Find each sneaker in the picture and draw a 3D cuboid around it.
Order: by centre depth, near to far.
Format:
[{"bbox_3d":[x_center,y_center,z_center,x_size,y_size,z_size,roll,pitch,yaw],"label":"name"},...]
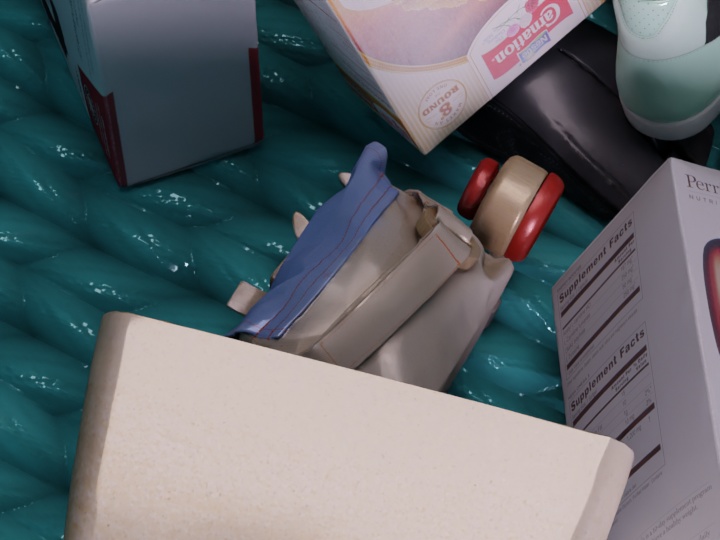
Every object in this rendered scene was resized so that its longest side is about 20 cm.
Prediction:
[{"bbox_3d":[0.183,-0.172,0.959,0.073,0.118,0.201,20,66,23],"label":"sneaker"}]

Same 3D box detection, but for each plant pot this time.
[{"bbox_3d":[-0.022,0.156,0.753,0.198,0.200,0.178,14,64,5],"label":"plant pot"}]

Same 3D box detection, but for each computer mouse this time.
[{"bbox_3d":[0.125,-0.085,1.010,0.199,0.053,0.139,29,59,15],"label":"computer mouse"}]

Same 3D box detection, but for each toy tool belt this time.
[{"bbox_3d":[0.000,0.000,0.899,0.122,0.125,0.200,30,57,6],"label":"toy tool belt"}]

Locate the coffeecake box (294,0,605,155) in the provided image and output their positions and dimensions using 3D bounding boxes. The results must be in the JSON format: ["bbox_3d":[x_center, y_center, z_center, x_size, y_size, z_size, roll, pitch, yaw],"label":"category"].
[{"bbox_3d":[0.032,-0.178,0.929,0.153,0.200,0.073,-41,47,-4],"label":"coffeecake box"}]

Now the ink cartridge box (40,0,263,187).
[{"bbox_3d":[-0.122,-0.168,0.990,0.082,0.146,0.201,-19,58,-12],"label":"ink cartridge box"}]

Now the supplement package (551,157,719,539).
[{"bbox_3d":[0.162,0.071,0.851,0.113,0.110,0.201,13,52,-22],"label":"supplement package"}]
